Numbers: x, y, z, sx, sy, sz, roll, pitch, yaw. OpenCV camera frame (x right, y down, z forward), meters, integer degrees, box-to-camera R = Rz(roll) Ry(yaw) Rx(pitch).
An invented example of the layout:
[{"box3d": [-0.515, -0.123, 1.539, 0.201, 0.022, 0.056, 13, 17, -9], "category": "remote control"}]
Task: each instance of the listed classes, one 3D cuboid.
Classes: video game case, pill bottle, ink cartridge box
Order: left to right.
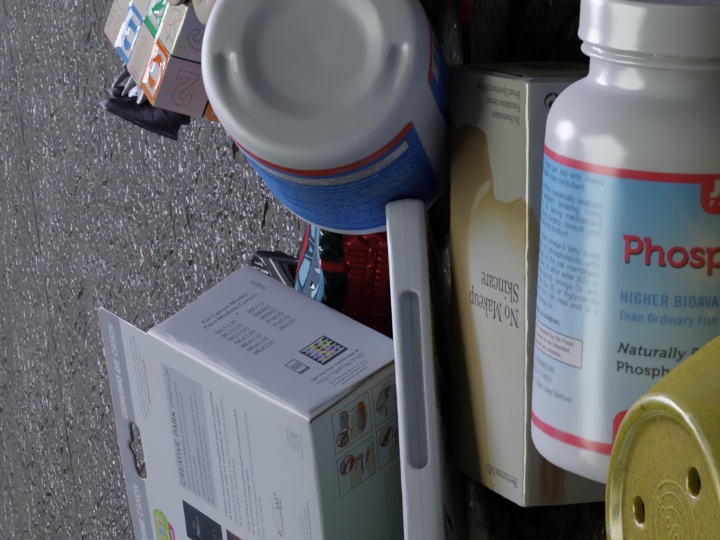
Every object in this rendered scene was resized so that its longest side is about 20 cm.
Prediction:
[{"box3d": [-0.053, 0.110, 1.572, 0.175, 0.084, 0.201, 27, 136, 37], "category": "ink cartridge box"}, {"box3d": [-0.007, -0.081, 1.385, 0.200, 0.111, 0.113, 58, -157, -74], "category": "pill bottle"}, {"box3d": [0.036, 0.080, 1.425, 0.200, 0.022, 0.184, 68, -162, -72], "category": "video game case"}, {"box3d": [0.129, -0.017, 1.165, 0.109, 0.108, 0.202, -146, 54, -66], "category": "pill bottle"}]

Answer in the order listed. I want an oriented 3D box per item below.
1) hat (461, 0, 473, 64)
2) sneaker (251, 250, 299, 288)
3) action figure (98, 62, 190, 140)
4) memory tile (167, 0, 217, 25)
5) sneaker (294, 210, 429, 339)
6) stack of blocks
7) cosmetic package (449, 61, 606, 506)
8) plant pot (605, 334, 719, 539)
[{"box3d": [0.035, -0.224, 1.427, 0.201, 0.165, 0.176, -60, -18, -9], "category": "hat"}, {"box3d": [-0.061, 0.087, 1.743, 0.080, 0.086, 0.202, 169, 98, -68], "category": "sneaker"}, {"box3d": [-0.083, -0.177, 1.629, 0.201, 0.069, 0.130, -62, 21, 10], "category": "action figure"}, {"box3d": [-0.075, -0.229, 1.381, 0.153, 0.017, 0.202, -140, 57, -65], "category": "memory tile"}, {"box3d": [0.000, 0.000, 1.610, 0.096, 0.079, 0.201, -90, 14, -52], "category": "sneaker"}, {"box3d": [-0.065, -0.191, 1.466, 0.201, 0.058, 0.115, -69, 25, 17], "category": "stack of blocks"}, {"box3d": [0.091, 0.004, 1.327, 0.105, 0.071, 0.202, -160, 69, -70], "category": "cosmetic package"}, {"box3d": [0.173, 0.091, 1.009, 0.200, 0.141, 0.202, 176, 90, -70], "category": "plant pot"}]
